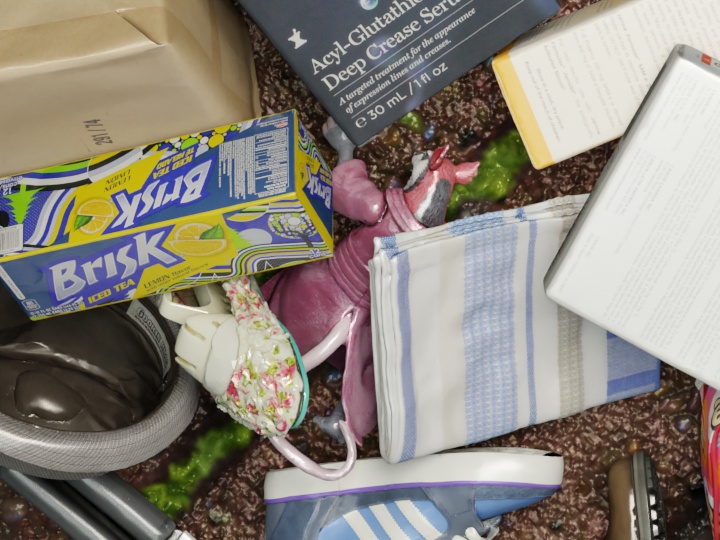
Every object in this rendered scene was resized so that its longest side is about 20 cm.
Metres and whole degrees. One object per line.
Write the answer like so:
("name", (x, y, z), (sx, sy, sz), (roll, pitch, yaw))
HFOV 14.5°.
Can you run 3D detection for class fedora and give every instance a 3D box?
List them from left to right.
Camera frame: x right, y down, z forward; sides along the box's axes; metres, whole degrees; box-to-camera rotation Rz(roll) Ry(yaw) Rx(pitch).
("fedora", (-0.201, 0.062, 1.758), (0.199, 0.178, 0.090), (15, 140, -12))

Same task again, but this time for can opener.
("can opener", (-0.146, 0.175, 1.803), (0.200, 0.067, 0.053), (39, 102, -1))

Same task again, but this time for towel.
("towel", (0.096, 0.031, 1.702), (0.199, 0.024, 0.148), (-13, 115, -24))

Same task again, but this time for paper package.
("paper package", (-0.175, -0.125, 1.679), (0.189, 0.200, 0.104), (-11, 70, 10))

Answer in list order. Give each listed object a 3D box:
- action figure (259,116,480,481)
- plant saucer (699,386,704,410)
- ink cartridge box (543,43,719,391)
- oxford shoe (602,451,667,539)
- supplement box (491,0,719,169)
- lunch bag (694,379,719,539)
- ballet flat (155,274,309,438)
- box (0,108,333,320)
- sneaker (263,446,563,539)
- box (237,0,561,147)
("action figure", (0.000, 0.000, 1.712), (0.134, 0.149, 0.200), (33, 122, -3))
("plant saucer", (0.294, -0.017, 1.719), (0.198, 0.037, 0.202), (-8, 101, 9))
("ink cartridge box", (0.227, -0.012, 1.610), (0.199, 0.050, 0.163), (28, 106, -4))
("oxford shoe", (0.148, 0.209, 1.766), (0.084, 0.073, 0.202), (8, 101, 8))
("supplement box", (0.185, -0.136, 1.672), (0.199, 0.126, 0.074), (-23, 96, 12))
("lunch bag", (0.300, 0.102, 1.684), (0.198, 0.082, 0.177), (-4, 133, 6))
("ballet flat", (-0.088, 0.035, 1.709), (0.063, 0.200, 0.076), (8, 116, -24))
("box", (-0.119, -0.031, 1.688), (0.199, 0.070, 0.065), (-11, 54, 16))
("sneaker", (0.035, 0.188, 1.763), (0.198, 0.081, 0.148), (-6, 87, 16))
("box", (-0.003, -0.201, 1.631), (0.148, 0.107, 0.200), (-34, 120, 12))
